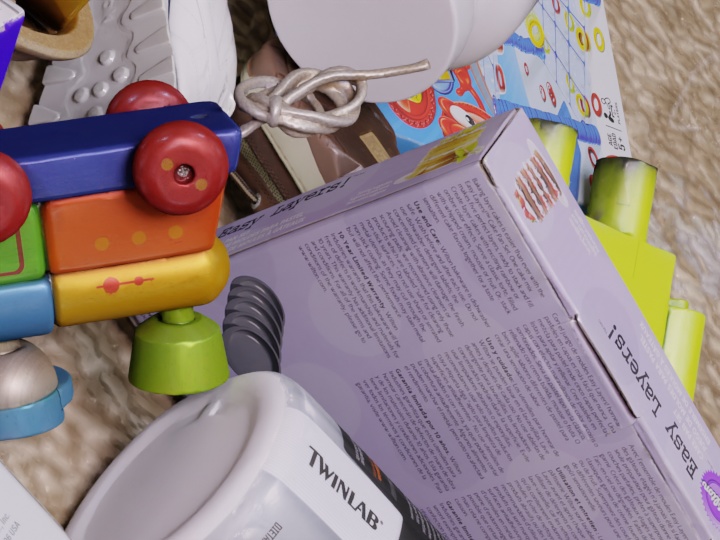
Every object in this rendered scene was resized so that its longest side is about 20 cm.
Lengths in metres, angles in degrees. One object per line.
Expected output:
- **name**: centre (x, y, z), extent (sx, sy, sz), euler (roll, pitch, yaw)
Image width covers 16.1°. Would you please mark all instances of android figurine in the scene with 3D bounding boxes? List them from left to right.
- **android figurine**: centre (0.090, 0.037, 1.169), extent (0.182, 0.041, 0.200), euler (23, 72, -43)

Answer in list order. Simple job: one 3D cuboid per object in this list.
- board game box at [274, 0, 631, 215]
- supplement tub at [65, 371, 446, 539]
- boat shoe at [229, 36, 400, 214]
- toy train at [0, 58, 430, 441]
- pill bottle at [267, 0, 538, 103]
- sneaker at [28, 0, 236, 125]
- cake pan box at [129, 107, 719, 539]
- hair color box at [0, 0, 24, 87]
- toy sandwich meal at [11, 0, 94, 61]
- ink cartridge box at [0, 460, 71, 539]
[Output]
- **board game box**: centre (0.042, -0.121, 1.234), extent (0.196, 0.056, 0.200), euler (16, 57, -45)
- **supplement tub**: centre (-0.010, 0.144, 0.961), extent (0.200, 0.122, 0.123), euler (47, 40, -21)
- **boat shoe**: centre (0.004, -0.001, 1.086), extent (0.075, 0.075, 0.202), euler (-12, 65, -52)
- **toy train**: centre (-0.065, -0.007, 0.936), extent (0.200, 0.085, 0.116), euler (-9, 109, -12)
- **pill bottle**: centre (0.038, -0.157, 1.108), extent (0.112, 0.112, 0.200), euler (53, 38, -14)
- **sneaker**: centre (-0.084, -0.066, 1.041), extent (0.081, 0.076, 0.200), euler (46, 41, -47)
- **cake pan box**: centre (0.032, 0.055, 1.003), extent (0.200, 0.184, 0.052), euler (57, 38, -14)
- **hair color box**: centre (-0.222, -0.094, 0.818), extent (0.200, 0.065, 0.109), euler (32, 37, 10)
- **toy sandwich meal**: centre (-0.155, -0.164, 0.959), extent (0.205, 0.070, 0.205), euler (44, 15, -15)
- **ink cartridge box**: centre (-0.181, 0.103, 0.809), extent (0.200, 0.083, 0.146), euler (51, 39, -18)
